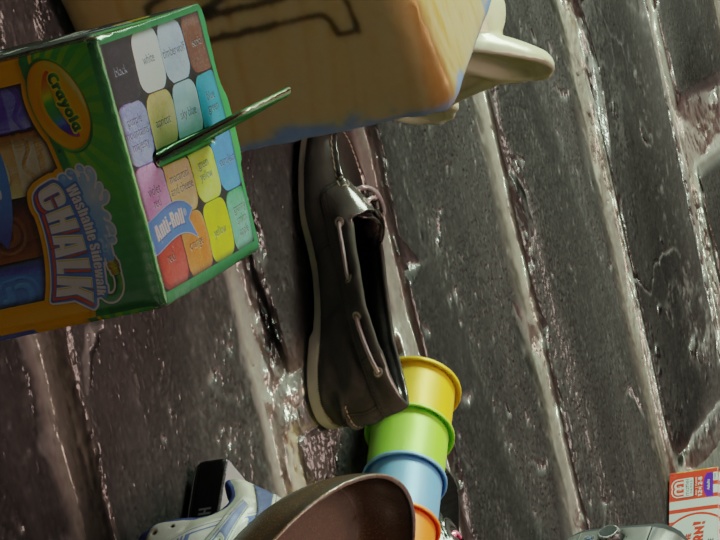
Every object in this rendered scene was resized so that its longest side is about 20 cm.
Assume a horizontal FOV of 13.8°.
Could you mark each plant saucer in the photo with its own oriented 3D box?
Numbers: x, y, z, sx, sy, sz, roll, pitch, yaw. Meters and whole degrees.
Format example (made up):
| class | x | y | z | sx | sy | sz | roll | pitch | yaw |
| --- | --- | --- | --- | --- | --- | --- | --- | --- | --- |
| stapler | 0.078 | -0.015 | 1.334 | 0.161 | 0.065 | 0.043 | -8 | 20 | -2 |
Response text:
| class | x | y | z | sx | sy | sz | roll | pitch | yaw |
| --- | --- | --- | --- | --- | --- | --- | --- | --- | --- |
| plant saucer | -0.044 | 0.183 | 1.484 | 0.200 | 0.032 | 0.200 | -41 | 148 | -33 |

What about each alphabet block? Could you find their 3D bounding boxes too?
| class | x | y | z | sx | sy | sz | roll | pitch | yaw |
| --- | --- | --- | --- | --- | --- | --- | --- | --- | --- |
| alphabet block | -0.051 | -0.199 | 1.611 | 0.196 | 0.196 | 0.200 | -71 | 144 | -53 |

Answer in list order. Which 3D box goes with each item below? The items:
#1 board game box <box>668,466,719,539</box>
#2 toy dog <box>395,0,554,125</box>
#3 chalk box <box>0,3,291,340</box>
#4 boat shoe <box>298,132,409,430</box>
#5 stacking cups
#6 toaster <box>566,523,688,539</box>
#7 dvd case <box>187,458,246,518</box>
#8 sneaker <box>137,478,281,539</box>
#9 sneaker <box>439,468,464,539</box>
| class | x | y | z | sx | sy | sz | roll | pitch | yaw |
| --- | --- | --- | --- | --- | --- | --- | --- | --- | --- |
| board game box | 0.309 | 0.277 | 2.480 | 0.200 | 0.046 | 0.152 | 52 | 35 | -49 |
| toy dog | 0.023 | -0.214 | 1.917 | 0.194 | 0.139 | 0.201 | 9 | 69 | -28 |
| chalk box | -0.127 | -0.044 | 1.345 | 0.125 | 0.200 | 0.124 | -31 | 110 | -66 |
| boat shoe | 0.000 | 0.000 | 1.829 | 0.067 | 0.057 | 0.201 | 33 | 51 | -61 |
| stacking cups | 0.025 | 0.145 | 1.809 | 0.200 | 0.060 | 0.061 | -82 | 152 | -44 |
| toaster | 0.191 | 0.287 | 2.104 | 0.129 | 0.113 | 0.200 | -53 | 131 | -57 |
| dvd case | -0.050 | 0.220 | 1.654 | 0.200 | 0.025 | 0.151 | 55 | 33 | -46 |
| sneaker | -0.093 | 0.177 | 1.524 | 0.200 | 0.088 | 0.075 | -32 | 145 | -47 |
| sneaker | 0.056 | 0.203 | 1.829 | 0.079 | 0.095 | 0.200 | 55 | 31 | -43 |
